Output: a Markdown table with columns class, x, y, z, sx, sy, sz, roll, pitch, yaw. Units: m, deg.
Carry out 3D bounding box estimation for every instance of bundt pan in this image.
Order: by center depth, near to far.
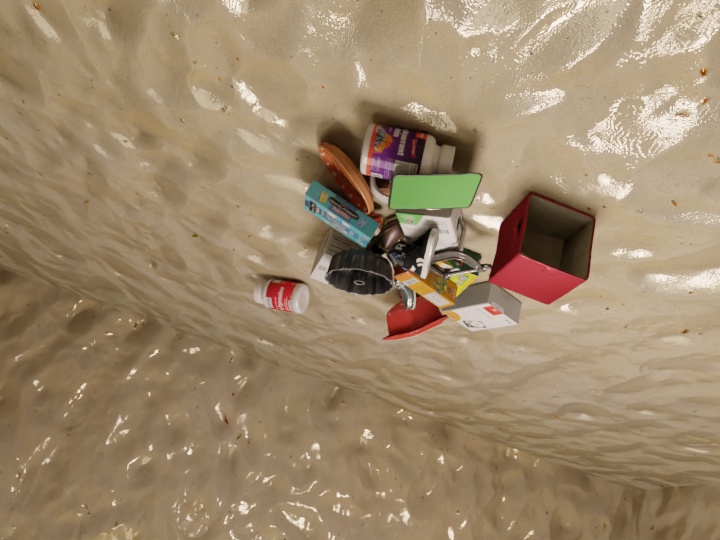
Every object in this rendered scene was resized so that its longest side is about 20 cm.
| class | x | y | z | sx | sy | sz | roll | pitch | yaw |
| --- | --- | --- | --- | --- | --- | --- | --- | --- | --- |
| bundt pan | 0.000 | 0.000 | 1.678 | 0.197 | 0.077 | 0.203 | 6 | 158 | 2 |

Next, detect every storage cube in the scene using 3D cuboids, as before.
| class | x | y | z | sx | sy | sz | roll | pitch | yaw |
| --- | --- | --- | --- | --- | --- | --- | --- | --- | --- |
| storage cube | 0.433 | -0.046 | 1.441 | 0.196 | 0.174 | 0.180 | 20 | 156 | -5 |

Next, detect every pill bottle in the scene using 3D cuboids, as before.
| class | x | y | z | sx | sy | sz | roll | pitch | yaw |
| --- | --- | --- | --- | --- | --- | --- | --- | --- | --- |
| pill bottle | 0.104 | -0.249 | 1.319 | 0.196 | 0.113 | 0.112 | 12 | 155 | 5 |
| pill bottle | -0.302 | 0.094 | 2.285 | 0.196 | 0.114 | 0.113 | 7 | 153 | 21 |

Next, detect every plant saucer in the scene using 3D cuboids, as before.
| class | x | y | z | sx | sy | sz | roll | pitch | yaw |
| --- | --- | --- | --- | --- | --- | --- | --- | --- | --- |
| plant saucer | -0.030 | -0.226 | 1.448 | 0.201 | 0.032 | 0.200 | 52 | 174 | 7 |

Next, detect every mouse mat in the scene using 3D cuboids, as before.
| class | x | y | z | sx | sy | sz | roll | pitch | yaw |
| --- | --- | --- | --- | --- | --- | --- | --- | --- | --- |
| mouse mat | 0.161 | -0.173 | 1.329 | 0.195 | 0.008 | 0.161 | -2 | 159 | -2 |

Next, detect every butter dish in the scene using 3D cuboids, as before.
| class | x | y | z | sx | sy | sz | roll | pitch | yaw |
| --- | --- | --- | --- | --- | --- | --- | --- | --- | --- |
| butter dish | 0.173 | 0.141 | 2.042 | 0.197 | 0.150 | 0.199 | -20 | 179 | -35 |

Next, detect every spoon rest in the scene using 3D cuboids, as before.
| class | x | y | z | sx | sy | sz | roll | pitch | yaw |
| --- | --- | --- | --- | --- | --- | --- | --- | --- | --- |
| spoon rest | 0.113 | -0.176 | 1.386 | 0.196 | 0.062 | 0.100 | 13 | 159 | -1 |

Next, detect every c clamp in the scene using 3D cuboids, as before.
| class | x | y | z | sx | sy | sz | roll | pitch | yaw |
| --- | --- | --- | --- | --- | --- | --- | --- | --- | --- |
| c clamp | 0.265 | -0.006 | 1.616 | 0.170 | 0.028 | 0.198 | 31 | 155 | -35 |

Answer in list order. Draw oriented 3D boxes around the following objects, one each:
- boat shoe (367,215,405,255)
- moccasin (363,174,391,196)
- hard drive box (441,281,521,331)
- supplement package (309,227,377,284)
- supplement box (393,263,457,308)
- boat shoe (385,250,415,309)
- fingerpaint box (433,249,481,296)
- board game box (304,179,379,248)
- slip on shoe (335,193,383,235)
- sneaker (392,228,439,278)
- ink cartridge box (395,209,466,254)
| class | x | y | z | sx | sy | sz | roll | pitch | yaw |
| --- | --- | --- | --- | --- | --- | --- | --- | --- | --- |
| boat shoe | 0.081 | -0.087 | 1.702 | 0.074 | 0.076 | 0.202 | 26 | 151 | -16 |
| moccasin | 0.095 | -0.211 | 1.455 | 0.198 | 0.074 | 0.079 | 14 | 141 | 18 |
| hard drive box | 0.385 | 0.117 | 1.915 | 0.155 | 0.078 | 0.199 | 31 | 151 | -27 |
| supplement package | -0.054 | -0.034 | 1.860 | 0.153 | 0.113 | 0.200 | 22 | 154 | -10 |
| supplement box | 0.188 | 0.032 | 1.711 | 0.199 | 0.068 | 0.068 | 33 | 148 | -30 |
| boat shoe | 0.117 | 0.023 | 1.785 | 0.061 | 0.204 | 0.073 | -15 | -169 | -19 |
| fingerpaint box | 0.241 | -0.004 | 1.770 | 0.164 | 0.075 | 0.200 | 19 | 155 | -5 |
| board game box | -0.051 | -0.142 | 1.552 | 0.198 | 0.047 | 0.151 | 34 | 170 | -1 |
| slip on shoe | -0.024 | -0.170 | 1.636 | 0.198 | 0.062 | 0.074 | 31 | 170 | 4 |
| sneaker | 0.134 | -0.053 | 1.544 | 0.110 | 0.074 | 0.201 | 22 | 152 | 10 |
| ink cartridge box | 0.187 | -0.121 | 1.556 | 0.143 | 0.085 | 0.201 | 8 | 154 | 21 |
